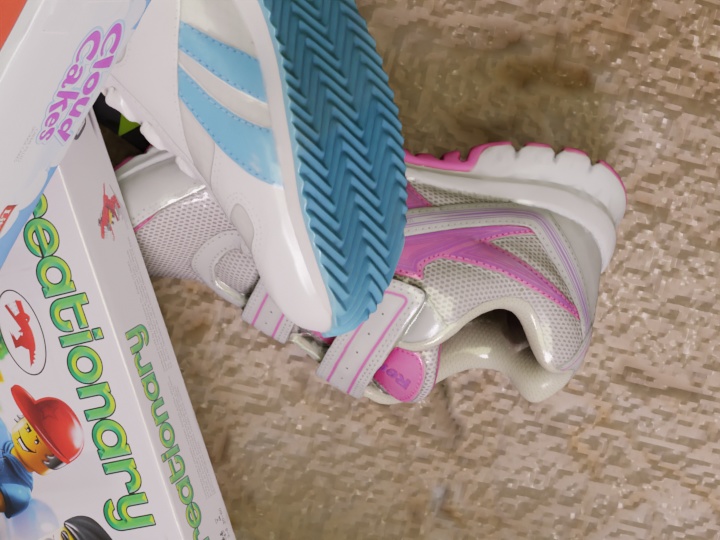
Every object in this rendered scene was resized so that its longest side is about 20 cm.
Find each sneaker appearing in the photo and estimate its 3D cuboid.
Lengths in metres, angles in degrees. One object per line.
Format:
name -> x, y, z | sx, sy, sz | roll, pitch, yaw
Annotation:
sneaker -> 0.000, 0.000, 0.901 | 0.199, 0.081, 0.089 | 4, 62, -8
sneaker -> -0.048, -0.070, 0.844 | 0.081, 0.076, 0.201 | -20, 94, 30

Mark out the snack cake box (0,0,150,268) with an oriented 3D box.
snack cake box -> -0.176, -0.090, 0.762 | 0.200, 0.067, 0.115 | 36, 103, 16

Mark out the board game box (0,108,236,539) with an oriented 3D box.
board game box -> -0.128, 0.026, 0.893 | 0.126, 0.035, 0.201 | -13, 100, 31

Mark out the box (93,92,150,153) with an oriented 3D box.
box -> -0.065, -0.148, 0.875 | 0.143, 0.036, 0.200 | 33, 115, -10
